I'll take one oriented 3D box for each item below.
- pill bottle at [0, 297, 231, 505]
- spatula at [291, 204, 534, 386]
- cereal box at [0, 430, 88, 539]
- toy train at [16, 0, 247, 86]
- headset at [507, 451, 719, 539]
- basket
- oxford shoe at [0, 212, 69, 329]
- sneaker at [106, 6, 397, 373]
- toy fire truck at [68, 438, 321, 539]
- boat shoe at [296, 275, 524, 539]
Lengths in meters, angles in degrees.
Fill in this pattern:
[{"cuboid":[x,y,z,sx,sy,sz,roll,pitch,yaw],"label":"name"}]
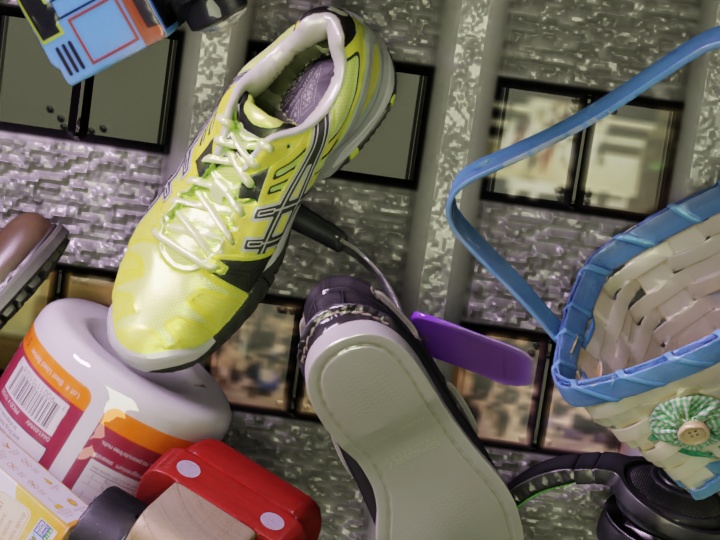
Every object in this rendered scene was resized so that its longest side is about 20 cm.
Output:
[{"cuboid":[-0.157,0.123,1.442,0.109,0.110,0.201,31,102,-6],"label":"pill bottle"},{"cuboid":[0.000,0.000,1.425,0.200,0.057,0.021,36,74,16],"label":"spatula"},{"cuboid":[-0.236,0.113,1.391,0.200,0.039,0.144,38,108,16],"label":"cereal box"},{"cuboid":[-0.132,-0.191,1.385,0.114,0.087,0.201,-26,101,13],"label":"toy train"},{"cuboid":[0.157,0.151,1.476,0.199,0.094,0.124,3,108,16],"label":"headset"},{"cuboid":[0.161,-0.005,1.381,0.176,0.139,0.200,-29,110,28],"label":"basket"},{"cuboid":[-0.234,0.022,1.441,0.199,0.073,0.085,-32,97,7],"label":"oxford shoe"},{"cuboid":[-0.061,-0.044,1.391,0.075,0.076,0.201,29,80,20],"label":"sneaker"},{"cuboid":[-0.054,0.160,1.418,0.128,0.200,0.177,30,126,13],"label":"toy fire truck"},{"cuboid":[0.023,0.087,1.419,0.074,0.060,0.200,-26,126,9],"label":"boat shoe"}]
